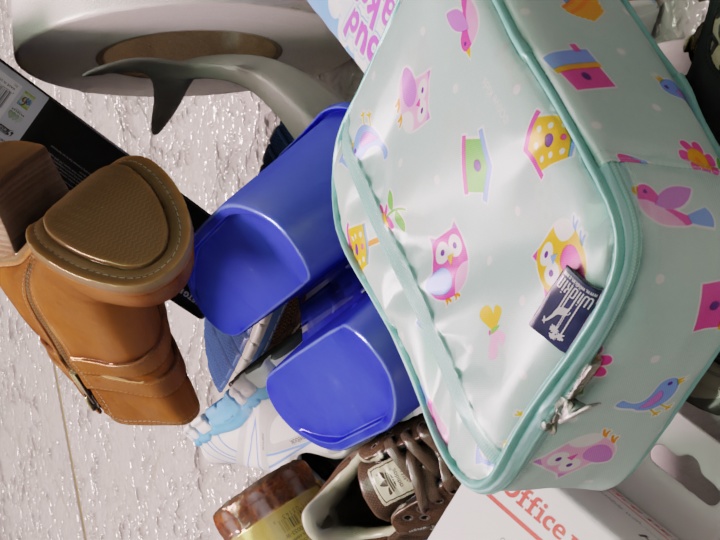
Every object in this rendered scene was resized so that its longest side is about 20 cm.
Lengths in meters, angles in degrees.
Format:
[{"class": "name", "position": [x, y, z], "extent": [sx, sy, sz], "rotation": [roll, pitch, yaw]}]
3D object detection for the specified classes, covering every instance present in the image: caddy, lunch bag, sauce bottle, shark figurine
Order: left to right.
[{"class": "shark figurine", "position": [-0.036, -0.071, 1.065], "extent": [0.214, 0.089, 0.128], "rotation": [44, 103, 10]}, {"class": "sauce bottle", "position": [-0.003, 0.198, 1.046], "extent": [0.201, 0.066, 0.066], "rotation": [58, 146, 9]}, {"class": "caddy", "position": [0.000, 0.000, 0.958], "extent": [0.142, 0.105, 0.200], "rotation": [53, 157, -1]}, {"class": "lunch bag", "position": [0.060, -0.018, 0.763], "extent": [0.161, 0.076, 0.201], "rotation": [-59, 39, 38]}]

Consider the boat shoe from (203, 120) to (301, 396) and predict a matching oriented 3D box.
[{"class": "boat shoe", "position": [-0.035, -0.001, 1.183], "extent": [0.201, 0.072, 0.073], "rotation": [-64, 37, 36]}]

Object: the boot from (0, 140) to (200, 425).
[{"class": "boot", "position": [-0.121, 0.023, 0.997], "extent": [0.199, 0.077, 0.156], "rotation": [14, 137, 47]}]

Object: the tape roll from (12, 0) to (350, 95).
[{"class": "tape roll", "position": [-0.099, -0.140, 1.133], "extent": [0.202, 0.201, 0.037], "rotation": [-21, 71, 61]}]

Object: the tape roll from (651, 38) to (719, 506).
[{"class": "tape roll", "position": [0.153, 0.001, 0.865], "extent": [0.202, 0.037, 0.205], "rotation": [14, 106, 61]}]

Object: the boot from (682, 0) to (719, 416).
[{"class": "boot", "position": [0.128, -0.050, 0.796], "extent": [0.204, 0.073, 0.155], "rotation": [45, 128, 51]}]

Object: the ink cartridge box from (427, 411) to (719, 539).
[{"class": "ink cartridge box", "position": [0.079, 0.149, 0.825], "extent": [0.116, 0.068, 0.201], "rotation": [37, 103, 35]}]

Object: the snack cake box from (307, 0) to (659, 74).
[{"class": "snack cake box", "position": [0.041, -0.147, 0.972], "extent": [0.200, 0.114, 0.068], "rotation": [55, 140, 45]}]

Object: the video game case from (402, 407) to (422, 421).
[{"class": "video game case", "position": [0.026, 0.155, 1.121], "extent": [0.200, 0.045, 0.183], "rotation": [-53, 47, 52]}]

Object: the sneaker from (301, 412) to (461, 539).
[{"class": "sneaker", "position": [0.043, 0.097, 0.959], "extent": [0.200, 0.075, 0.071], "rotation": [-41, 73, 53]}]

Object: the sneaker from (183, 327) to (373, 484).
[{"class": "sneaker", "position": [-0.042, 0.096, 1.132], "extent": [0.087, 0.075, 0.200], "rotation": [54, 161, 3]}]

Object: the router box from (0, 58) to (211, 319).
[{"class": "router box", "position": [-0.163, -0.055, 1.136], "extent": [0.052, 0.199, 0.157], "rotation": [-54, 10, -3]}]
